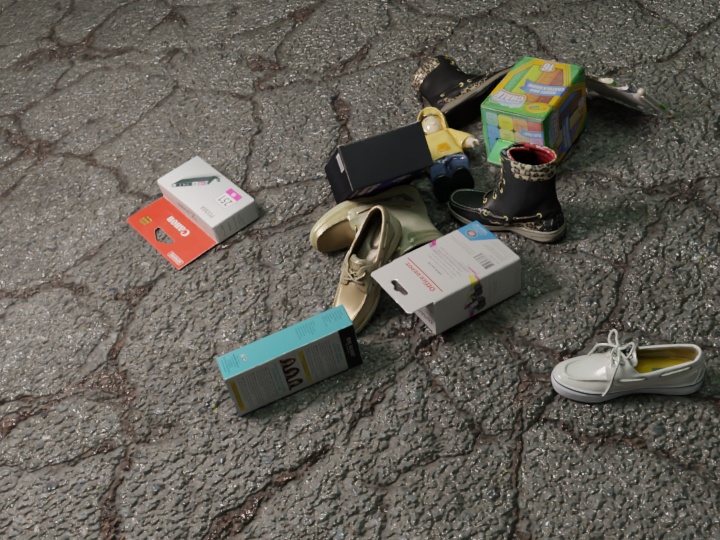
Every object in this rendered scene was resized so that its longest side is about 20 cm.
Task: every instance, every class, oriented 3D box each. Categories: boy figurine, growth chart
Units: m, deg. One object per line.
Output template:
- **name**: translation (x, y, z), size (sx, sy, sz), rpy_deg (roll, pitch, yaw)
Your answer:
- **boy figurine**: translation (0.145, -0.208, 1.733), size (0.123, 0.065, 0.202), rpy_deg (-19, 45, 9)
- **growth chart**: translation (0.429, -0.313, 1.730), size (0.199, 0.144, 0.018), rpy_deg (29, 97, 38)

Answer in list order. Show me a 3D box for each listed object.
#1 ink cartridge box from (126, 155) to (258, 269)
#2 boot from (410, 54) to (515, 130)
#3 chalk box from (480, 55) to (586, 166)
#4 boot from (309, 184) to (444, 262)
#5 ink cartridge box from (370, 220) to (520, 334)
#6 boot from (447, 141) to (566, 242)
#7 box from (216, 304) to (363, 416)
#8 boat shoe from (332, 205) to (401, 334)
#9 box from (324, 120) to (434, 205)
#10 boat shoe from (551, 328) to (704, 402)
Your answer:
- **ink cartridge box**: translation (-0.302, -0.106, 1.766), size (0.173, 0.044, 0.199), rpy_deg (-34, 47, -22)
- **boot**: translation (0.201, -0.350, 1.858), size (0.198, 0.074, 0.151), rpy_deg (-32, 47, -8)
- **chalk box**: translation (0.283, -0.247, 1.691), size (0.123, 0.125, 0.200), rpy_deg (18, 52, 31)
- **boot**: translation (0.029, -0.048, 1.597), size (0.197, 0.073, 0.156), rpy_deg (-21, 46, -7)
- **ink cartridge box**: translation (0.126, 0.017, 1.491), size (0.198, 0.069, 0.115), rpy_deg (-25, 43, -20)
- **boot**: translation (0.224, -0.134, 1.568), size (0.201, 0.155, 0.074), rpy_deg (17, 51, 29)
- **box**: translation (-0.100, 0.128, 1.441), size (0.197, 0.083, 0.049), rpy_deg (-23, 43, -9)
- **boat shoe**: translation (0.000, 0.000, 1.510), size (0.071, 0.065, 0.203), rpy_deg (19, 80, 29)
- **box**: translation (0.026, -0.170, 1.629), size (0.139, 0.080, 0.200), rpy_deg (-21, 0, -8)
- **boat shoe**: translation (0.350, 0.121, 1.321), size (0.198, 0.087, 0.075), rpy_deg (-2, 44, 13)
